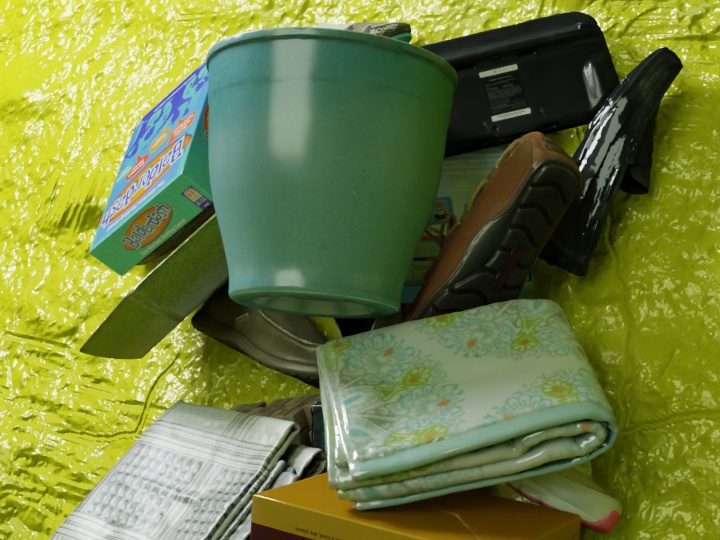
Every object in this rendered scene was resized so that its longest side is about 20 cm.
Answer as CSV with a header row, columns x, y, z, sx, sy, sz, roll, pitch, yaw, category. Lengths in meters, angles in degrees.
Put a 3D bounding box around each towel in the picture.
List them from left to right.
x,y,z,sx,sy,sz,roll,pitch,yaw,category
-0.145,0.184,1.041,0.199,0.035,0.193,8,45,44,towel
0.068,0.087,0.943,0.198,0.049,0.172,-11,31,-1,towel

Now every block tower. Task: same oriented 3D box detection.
x,y,z,sx,sy,sz,roll,pitch,yaw,category
-0.030,0.135,1.114,0.198,0.058,0.055,-11,101,31,block tower

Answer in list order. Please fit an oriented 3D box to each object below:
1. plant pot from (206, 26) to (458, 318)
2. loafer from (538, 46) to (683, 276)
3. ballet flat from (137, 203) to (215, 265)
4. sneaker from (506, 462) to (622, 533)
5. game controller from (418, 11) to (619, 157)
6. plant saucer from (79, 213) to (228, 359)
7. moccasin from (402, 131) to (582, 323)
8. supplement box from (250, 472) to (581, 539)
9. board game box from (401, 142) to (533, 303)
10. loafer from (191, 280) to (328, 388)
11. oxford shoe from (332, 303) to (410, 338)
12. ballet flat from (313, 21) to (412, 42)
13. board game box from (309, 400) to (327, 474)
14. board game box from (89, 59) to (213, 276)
x,y,z,sx,sy,sz,roll,pitch,yaw,category
-0.030,-0.063,1.019,0.198,0.199,0.190,-1,80,34,plant pot
0.208,-0.088,1.072,0.070,0.068,0.202,33,85,5,loafer
-0.163,-0.061,1.309,0.200,0.046,0.068,-38,42,30,ballet flat
0.135,0.116,1.006,0.088,0.081,0.200,-49,51,7,sneaker
0.120,-0.159,1.131,0.198,0.042,0.105,-13,76,0,game controller
-0.150,0.003,1.191,0.200,0.048,0.200,-46,4,-29,plant saucer
0.092,-0.018,1.034,0.203,0.073,0.078,-62,27,18,moccasin
0.032,0.262,0.923,0.196,0.132,0.203,7,96,33,supplement box
0.065,-0.071,1.130,0.149,0.037,0.202,-2,64,2,board game box
-0.076,0.052,1.183,0.199,0.076,0.068,20,85,39,loafer
0.000,0.000,1.156,0.070,0.075,0.201,-34,52,20,oxford shoe
-0.044,-0.191,1.278,0.200,0.068,0.076,-42,75,13,ballet flat
0.024,0.204,1.023,0.134,0.028,0.203,0,93,34,board game box
-0.184,-0.110,1.292,0.152,0.045,0.201,-35,32,34,board game box
